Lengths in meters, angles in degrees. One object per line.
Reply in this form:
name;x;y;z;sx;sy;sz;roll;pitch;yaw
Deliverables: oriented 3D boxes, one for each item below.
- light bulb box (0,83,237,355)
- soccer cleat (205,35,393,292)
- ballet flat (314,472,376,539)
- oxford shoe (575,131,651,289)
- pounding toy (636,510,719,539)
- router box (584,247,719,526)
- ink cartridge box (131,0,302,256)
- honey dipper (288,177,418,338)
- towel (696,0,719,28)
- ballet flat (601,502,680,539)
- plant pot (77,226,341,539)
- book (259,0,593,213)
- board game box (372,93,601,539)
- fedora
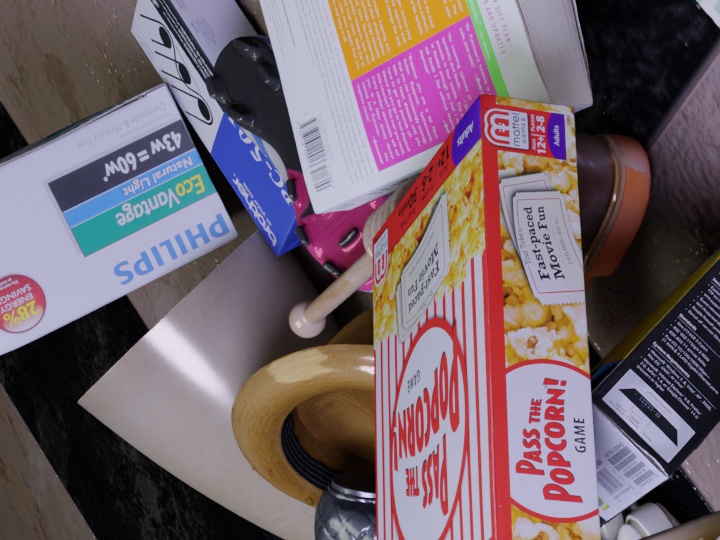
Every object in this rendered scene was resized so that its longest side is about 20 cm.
light bulb box;-0.215;-0.040;1.279;0.125;0.198;0.200;64;169;-8
soccer cleat;-0.016;-0.070;1.045;0.070;0.086;0.200;-48;60;26
ballet flat;0.068;0.172;1.060;0.200;0.066;0.057;13;105;13
oxford shoe;0.073;0.013;0.874;0.071;0.073;0.200;-118;42;-52
pounding toy;0.193;0.113;0.690;0.142;0.184;0.200;54;155;18
router box;0.130;0.061;0.798;0.051;0.149;0.200;45;153;6
ink cartridge box;-0.084;-0.116;1.170;0.200;0.044;0.094;57;157;11
honey dipper;0.000;0.000;0.943;0.038;0.038;0.200;60;154;5
towel;0.124;-0.195;0.702;0.200;0.023;0.153;52;153;22
ballet flat;0.142;0.150;0.971;0.200;0.072;0.072;32;142;46
plant pot;-0.065;0.100;1.231;0.200;0.187;0.187;46;156;-2
book;0.024;-0.115;0.851;0.200;0.048;0.134;-19;83;54
board game box;0.049;0.048;0.741;0.152;0.046;0.200;126;147;-60
fedora;0.014;0.088;1.100;0.201;0.200;0.082;90;-171;-52
